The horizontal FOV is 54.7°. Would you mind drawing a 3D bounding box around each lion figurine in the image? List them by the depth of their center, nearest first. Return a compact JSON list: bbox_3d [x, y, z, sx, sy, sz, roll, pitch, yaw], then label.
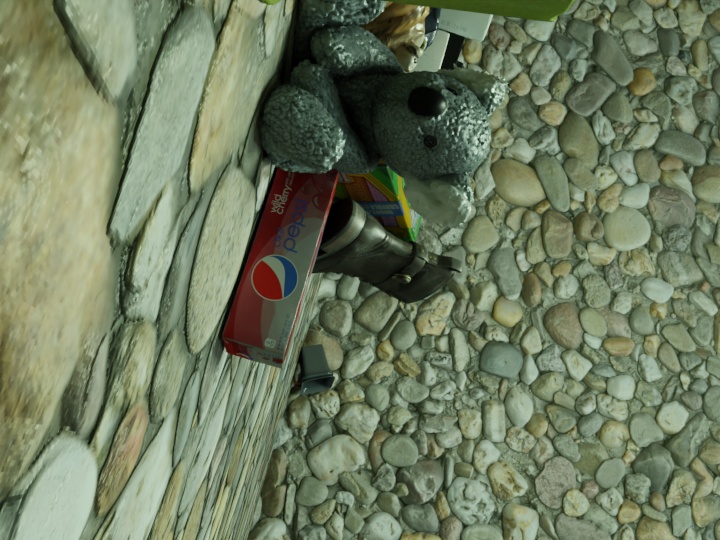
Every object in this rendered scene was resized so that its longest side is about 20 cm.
[{"bbox_3d":[0.014,-0.270,0.636,0.122,0.199,0.073,-33,-127,21],"label":"lion figurine"}]

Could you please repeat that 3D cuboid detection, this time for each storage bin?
[{"bbox_3d":[-0.182,0.367,2.588,0.201,0.143,0.136,107,-28,-64],"label":"storage bin"}]

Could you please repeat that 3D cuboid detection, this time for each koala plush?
[{"bbox_3d":[0.029,-0.141,0.629,0.184,0.197,0.180,112,-6,-80],"label":"koala plush"}]

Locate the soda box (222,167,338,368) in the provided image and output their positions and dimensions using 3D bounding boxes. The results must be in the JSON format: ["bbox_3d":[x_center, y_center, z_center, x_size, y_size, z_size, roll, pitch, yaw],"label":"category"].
[{"bbox_3d":[-0.078,-0.011,0.701,0.070,0.062,0.203,110,-5,-69],"label":"soda box"}]

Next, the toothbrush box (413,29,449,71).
[{"bbox_3d":[0.028,-0.254,0.997,0.085,0.144,0.203,-94,-162,-81],"label":"toothbrush box"}]

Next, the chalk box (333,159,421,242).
[{"bbox_3d":[0.013,-0.114,0.824,0.201,0.122,0.126,60,40,-58],"label":"chalk box"}]

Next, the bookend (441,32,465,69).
[{"bbox_3d":[0.106,-0.445,1.166,0.093,0.196,0.202,-71,177,-54],"label":"bookend"}]

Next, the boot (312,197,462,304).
[{"bbox_3d":[0.000,0.000,0.829,0.199,0.173,0.070,-22,-132,46],"label":"boot"}]

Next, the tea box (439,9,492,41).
[{"bbox_3d":[0.115,-0.465,0.981,0.135,0.197,0.198,-74,179,-48],"label":"tea box"}]

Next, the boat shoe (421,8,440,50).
[{"bbox_3d":[0.047,-0.289,0.901,0.075,0.092,0.203,179,-71,-74],"label":"boat shoe"}]

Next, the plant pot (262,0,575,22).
[{"bbox_3d":[0.053,-0.238,0.421,0.200,0.187,0.203,-164,-90,-88],"label":"plant pot"}]
